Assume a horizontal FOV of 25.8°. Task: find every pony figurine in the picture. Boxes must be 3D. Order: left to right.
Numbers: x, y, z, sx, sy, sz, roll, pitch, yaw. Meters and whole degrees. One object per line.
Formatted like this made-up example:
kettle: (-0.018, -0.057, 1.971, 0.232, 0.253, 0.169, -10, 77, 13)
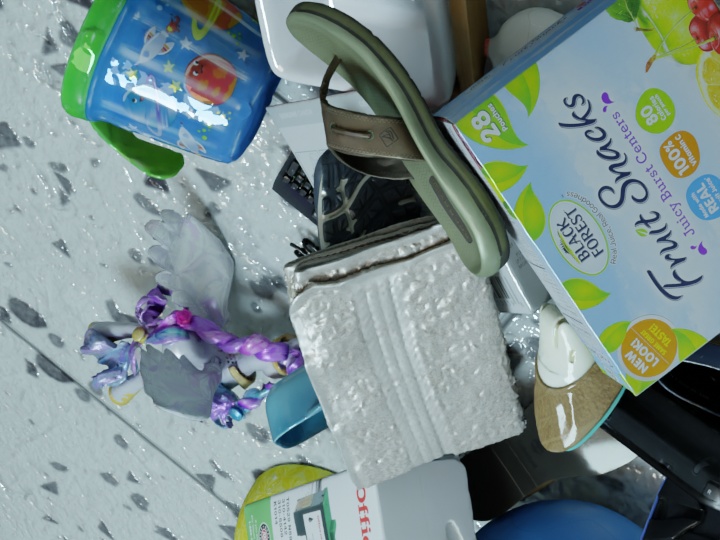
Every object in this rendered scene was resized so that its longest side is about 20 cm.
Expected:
pony figurine: (-0.141, 0.063, 1.316, 0.199, 0.168, 0.192, -14, 148, 40)

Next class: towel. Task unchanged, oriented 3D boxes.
towel: (0.032, 0.056, 1.030, 0.131, 0.035, 0.201, -18, 128, 2)

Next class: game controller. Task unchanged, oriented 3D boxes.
game controller: (0.209, 0.097, 1.048, 0.200, 0.104, 0.043, 38, 119, 44)

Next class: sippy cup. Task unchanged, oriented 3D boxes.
sippy cup: (-0.126, -0.145, 1.123, 0.129, 0.141, 0.178, 28, 170, 0)

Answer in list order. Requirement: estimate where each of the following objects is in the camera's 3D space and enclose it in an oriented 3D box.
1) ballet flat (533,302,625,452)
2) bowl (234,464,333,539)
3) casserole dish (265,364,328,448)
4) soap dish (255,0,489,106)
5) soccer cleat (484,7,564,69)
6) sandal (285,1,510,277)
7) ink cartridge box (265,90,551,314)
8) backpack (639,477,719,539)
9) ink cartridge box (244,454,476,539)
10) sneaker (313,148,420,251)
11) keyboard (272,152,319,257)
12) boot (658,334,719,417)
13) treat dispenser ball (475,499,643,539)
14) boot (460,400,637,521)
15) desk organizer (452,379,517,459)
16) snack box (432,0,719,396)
ballet flat: (0.159, 0.022, 1.008, 0.072, 0.201, 0.068, 30, -170, -37)
bowl: (-0.045, 0.289, 1.451, 0.198, 0.108, 0.202, 20, 135, 22)
casserole dish: (-0.020, 0.090, 1.218, 0.039, 0.120, 0.200, 58, 178, 9)
soap dish: (0.004, -0.209, 0.994, 0.156, 0.081, 0.202, 14, 133, 29)
soccer cleat: (0.134, -0.072, 1.020, 0.077, 0.069, 0.202, 18, 134, 49)
sandal: (0.014, -0.076, 0.931, 0.202, 0.057, 0.080, 55, 173, 9)
ink cartridge box: (0.034, -0.054, 1.074, 0.199, 0.043, 0.175, 1, 124, 60)
backpack: (0.296, 0.213, 1.066, 0.199, 0.184, 0.147, 12, 154, 42)
ink cartridge box: (0.000, 0.228, 1.196, 0.200, 0.084, 0.148, -29, 66, 54)
sneaker: (0.000, 0.000, 1.068, 0.086, 0.077, 0.201, 27, 146, 48)
keyboard: (0.013, -0.009, 1.210, 0.199, 0.021, 0.127, 39, 139, 4)
boot: (0.280, 0.081, 1.023, 0.199, 0.097, 0.075, 31, 139, 11)
treat dispenser ball: (0.156, 0.279, 1.214, 0.199, 0.201, 0.202, 21, 136, 22)
boot: (0.158, 0.121, 1.187, 0.199, 0.075, 0.074, -32, 84, 33)
desk organizer: (0.044, 0.136, 1.254, 0.071, 0.077, 0.200, 36, 145, 6)
snack box: (0.167, -0.057, 0.934, 0.201, 0.168, 0.068, 55, 177, -13)
